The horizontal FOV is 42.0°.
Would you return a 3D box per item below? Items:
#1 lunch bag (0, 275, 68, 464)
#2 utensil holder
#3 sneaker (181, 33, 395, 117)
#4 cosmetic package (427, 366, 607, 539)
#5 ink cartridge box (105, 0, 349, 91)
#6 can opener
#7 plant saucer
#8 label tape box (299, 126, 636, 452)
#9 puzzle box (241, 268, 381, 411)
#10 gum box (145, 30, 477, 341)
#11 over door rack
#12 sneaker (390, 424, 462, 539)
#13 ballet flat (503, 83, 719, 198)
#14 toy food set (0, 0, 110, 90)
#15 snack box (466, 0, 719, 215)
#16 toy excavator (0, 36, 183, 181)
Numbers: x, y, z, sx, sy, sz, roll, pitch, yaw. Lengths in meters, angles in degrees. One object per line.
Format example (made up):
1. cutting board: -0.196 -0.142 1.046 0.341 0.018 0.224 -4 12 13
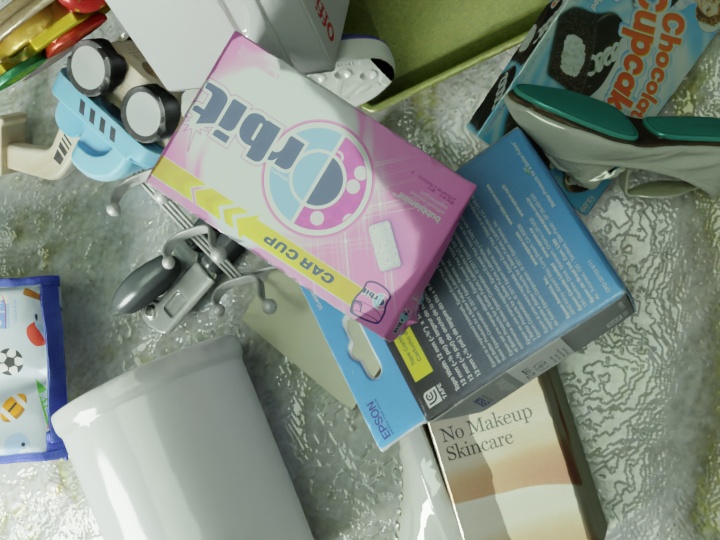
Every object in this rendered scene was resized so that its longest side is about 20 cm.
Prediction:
1. lunch bag: -0.353 0.095 0.880 0.197 0.123 0.174 -7 87 26
2. utensil holder: -0.142 0.181 0.782 0.168 0.170 0.203 -26 82 17
3. sneaker: -0.065 -0.204 0.771 0.197 0.080 0.149 -10 69 26
4. cosmetic package: 0.113 0.126 0.736 0.102 0.087 0.204 -20 83 18
5. ink cartridge box: -0.090 -0.261 0.686 0.143 0.147 0.203 -2 58 20
6. can opener: -0.137 -0.023 0.839 0.200 0.066 0.053 -46 75 8
7. plant saucer: 0.064 -0.257 0.777 0.197 0.048 0.203 -22 82 17
8. label tape box: 0.073 0.018 0.672 0.199 0.066 0.145 -35 65 14
9. puzzle box: 0.000 0.000 0.809 0.132 0.025 0.202 37 101 16
10. gum box: -0.026 -0.052 0.627 0.198 0.066 0.115 32 91 3
11. over door rack: -0.087 -0.041 0.744 0.198 0.148 0.067 -22 38 27
12. sneaker: 0.046 0.206 0.766 0.083 0.073 0.204 -17 85 15
13. ballet flat: 0.192 -0.086 0.688 0.196 0.069 0.071 7 92 -14
14. toy food set: -0.245 -0.226 0.811 0.196 0.201 0.049 -30 107 16
15. snack box: 0.183 -0.158 0.712 0.115 0.037 0.202 30 101 -18
16. toy excavator: -0.251 -0.128 0.865 0.194 0.100 0.201 39 117 8
